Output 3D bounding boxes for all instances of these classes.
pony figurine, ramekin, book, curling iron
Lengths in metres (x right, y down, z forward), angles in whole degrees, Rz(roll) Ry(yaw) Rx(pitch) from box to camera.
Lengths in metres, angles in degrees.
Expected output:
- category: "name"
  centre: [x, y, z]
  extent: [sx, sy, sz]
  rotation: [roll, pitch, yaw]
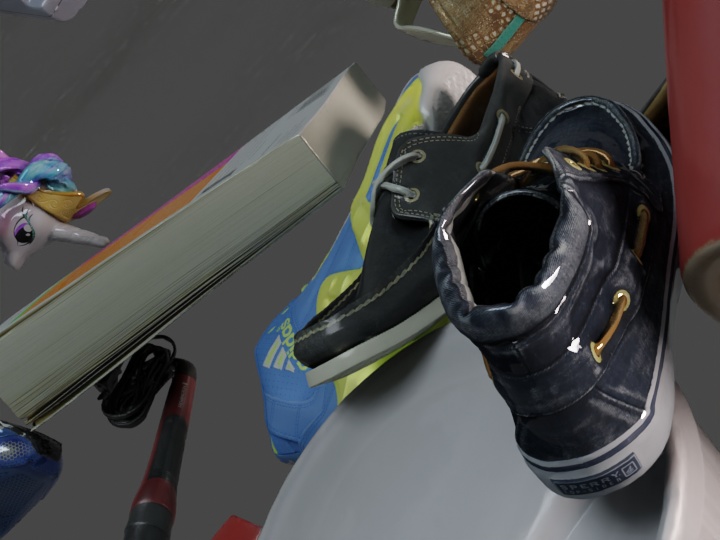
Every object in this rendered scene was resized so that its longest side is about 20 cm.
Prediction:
- category: "pony figurine"
  centre: [-0.252, -0.022, 1.347]
  extent: [0.200, 0.167, 0.193]
  rotation: [-45, 69, 2]
- category: "ramekin"
  centre: [0.059, 0.120, 0.922]
  extent: [0.202, 0.094, 0.203]
  rotation: [-28, 41, 28]
- category: "book"
  centre: [-0.083, -0.018, 1.193]
  extent: [0.200, 0.048, 0.134]
  rotation: [-36, 10, 20]
- category: "curling iron"
  centre: [-0.105, 0.115, 1.151]
  extent: [0.049, 0.026, 0.201]
  rotation: [-9, 51, 13]

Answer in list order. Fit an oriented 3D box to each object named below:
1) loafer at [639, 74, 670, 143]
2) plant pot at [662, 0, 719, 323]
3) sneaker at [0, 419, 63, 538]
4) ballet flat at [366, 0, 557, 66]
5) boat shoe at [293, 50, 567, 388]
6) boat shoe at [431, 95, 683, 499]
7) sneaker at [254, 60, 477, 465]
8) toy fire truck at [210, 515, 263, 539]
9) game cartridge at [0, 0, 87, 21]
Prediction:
- category: "loafer"
  centre: [0.094, -0.005, 1.010]
  extent: [0.200, 0.072, 0.073]
  rotation: [-50, 38, 2]
- category: "plant pot"
  centre: [0.192, -0.071, 0.880]
  extent: [0.200, 0.200, 0.178]
  rotation: [-9, 63, 42]
- category: "sneaker"
  centre: [-0.212, 0.150, 1.210]
  extent: [0.200, 0.078, 0.089]
  rotation: [-43, 47, 21]
- category: "ballet flat"
  centre: [0.026, -0.153, 1.217]
  extent: [0.065, 0.070, 0.200]
  rotation: [-60, 32, 11]
- category: "boat shoe"
  centre: [0.026, -0.021, 1.014]
  extent: [0.072, 0.068, 0.200]
  rotation: [-29, 12, 46]
- category: "boat shoe"
  centre: [0.073, -0.020, 0.879]
  extent: [0.071, 0.091, 0.201]
  rotation: [-19, 35, 18]
- category: "sneaker"
  centre: [0.000, 0.000, 1.102]
  extent: [0.105, 0.076, 0.201]
  rotation: [-13, 51, 40]
- category: "toy fire truck"
  centre: [-0.057, 0.211, 1.003]
  extent: [0.141, 0.049, 0.201]
  rotation: [22, 77, 53]
- category: "game cartridge"
  centre: [-0.173, -0.243, 1.526]
  extent: [0.133, 0.040, 0.201]
  rotation: [16, 71, 47]
